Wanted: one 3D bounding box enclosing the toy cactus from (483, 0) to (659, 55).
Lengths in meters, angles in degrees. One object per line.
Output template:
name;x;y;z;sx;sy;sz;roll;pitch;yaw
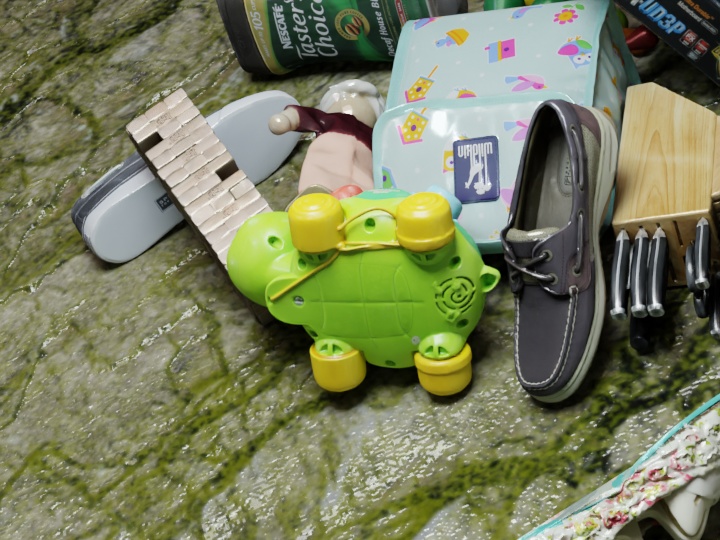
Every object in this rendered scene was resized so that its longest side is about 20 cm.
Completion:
toy cactus;0.130;-0.190;1.826;0.165;0.102;0.200;-37;48;-3

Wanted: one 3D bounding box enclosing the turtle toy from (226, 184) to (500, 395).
turtle toy;0.000;0.000;1.601;0.198;0.147;0.101;1;29;16

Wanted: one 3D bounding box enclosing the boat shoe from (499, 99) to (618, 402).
boat shoe;0.123;-0.016;1.551;0.072;0.065;0.202;3;80;44

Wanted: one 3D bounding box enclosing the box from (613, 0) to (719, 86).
box;0.202;-0.224;1.725;0.046;0.199;0.159;-47;39;14

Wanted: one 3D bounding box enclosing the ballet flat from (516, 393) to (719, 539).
ballet flat;0.165;0.152;1.410;0.199;0.076;0.064;-35;69;-9

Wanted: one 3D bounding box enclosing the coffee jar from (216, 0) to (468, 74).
coffee jar;-0.019;-0.217;1.913;0.199;0.105;0.086;-3;38;25

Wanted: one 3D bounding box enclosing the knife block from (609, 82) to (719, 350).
knife block;0.201;-0.032;1.604;0.175;0.064;0.200;-36;39;-18

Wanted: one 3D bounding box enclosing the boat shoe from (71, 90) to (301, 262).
boat shoe;-0.138;-0.084;1.844;0.199;0.072;0.068;-37;40;-7

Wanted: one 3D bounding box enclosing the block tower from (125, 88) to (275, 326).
block tower;-0.103;-0.048;1.733;0.058;0.054;0.200;-35;60;-7

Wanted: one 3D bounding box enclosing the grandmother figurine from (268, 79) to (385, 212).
grandmother figurine;-0.016;-0.086;1.771;0.061;0.121;0.200;-46;15;27

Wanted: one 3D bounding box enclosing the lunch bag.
lunch bag;0.103;-0.091;1.683;0.169;0.122;0.201;-4;46;23
